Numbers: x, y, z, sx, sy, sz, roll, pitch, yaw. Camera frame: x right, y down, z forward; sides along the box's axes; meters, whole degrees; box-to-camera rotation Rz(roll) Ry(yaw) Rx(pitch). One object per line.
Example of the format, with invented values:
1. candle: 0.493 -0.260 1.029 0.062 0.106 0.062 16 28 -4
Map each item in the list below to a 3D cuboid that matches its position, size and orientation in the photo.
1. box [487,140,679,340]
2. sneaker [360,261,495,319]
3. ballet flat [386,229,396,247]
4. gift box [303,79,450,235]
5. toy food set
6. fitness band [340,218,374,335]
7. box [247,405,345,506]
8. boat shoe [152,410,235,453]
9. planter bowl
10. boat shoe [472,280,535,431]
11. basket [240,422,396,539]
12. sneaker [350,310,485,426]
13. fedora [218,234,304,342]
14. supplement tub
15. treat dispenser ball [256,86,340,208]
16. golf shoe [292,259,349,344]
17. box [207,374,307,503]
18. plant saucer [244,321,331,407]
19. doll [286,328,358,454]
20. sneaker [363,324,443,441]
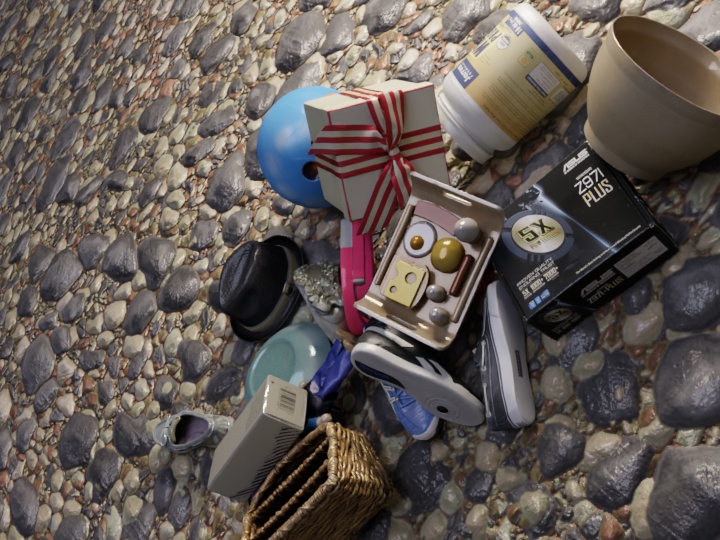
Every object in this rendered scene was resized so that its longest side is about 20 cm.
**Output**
1. box: 0.275 -0.039 1.085 0.200 0.086 0.165 -40 47 22
2. sneaker: 0.102 0.020 1.183 0.201 0.067 0.108 -39 56 -15
3. ballet flat: 0.068 -0.012 1.271 0.069 0.071 0.202 -20 57 43
4. gift box: 0.014 -0.170 1.232 0.199 0.186 0.187 -22 20 -12
5. toy food set: 0.088 -0.014 1.112 0.143 0.060 0.201 25 90 25
6. fitness band: 0.000 0.000 1.284 0.037 0.144 0.202 -4 62 9
7. box: -0.095 0.316 1.287 0.200 0.036 0.144 -37 49 22
8. boat shoe: -0.303 0.280 1.474 0.201 0.065 0.075 -7 65 41
9. planter bowl: 0.360 -0.198 1.030 0.135 0.199 0.201 -62 36 41
10. boat shoe: 0.181 0.113 1.114 0.067 0.072 0.202 -21 64 32
11. basket: -0.080 0.303 1.153 0.200 0.149 0.143 -47 50 17
12. sneaker: 0.095 0.120 1.143 0.112 0.199 0.073 -61 0 -40
13. fedora: -0.191 0.021 1.478 0.200 0.091 0.202 -21 57 35
14. supplement tub: 0.210 -0.267 1.214 0.200 0.144 0.145 -43 47 18
15. treat dispenser ball: -0.074 -0.205 1.404 0.200 0.200 0.202 -20 57 35
16. golf shoe: -0.060 0.051 1.359 0.078 0.098 0.200 -13 25 -5
17. box: -0.154 0.253 1.248 0.200 0.068 0.082 -54 20 34
18. plant saucer: -0.133 0.169 1.375 0.200 0.039 0.202 -27 46 32
19. doll: -0.061 0.191 1.248 0.201 0.048 0.136 -60 25 9
20. sneaker: 0.054 0.155 1.199 0.076 0.077 0.201 -41 49 18
